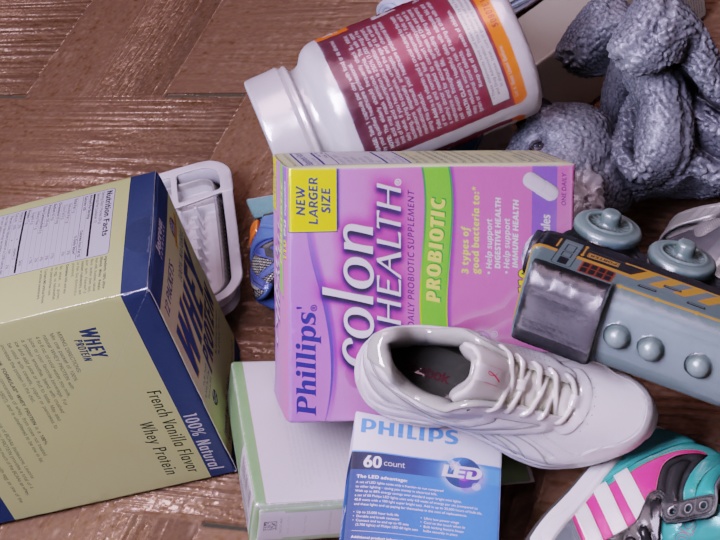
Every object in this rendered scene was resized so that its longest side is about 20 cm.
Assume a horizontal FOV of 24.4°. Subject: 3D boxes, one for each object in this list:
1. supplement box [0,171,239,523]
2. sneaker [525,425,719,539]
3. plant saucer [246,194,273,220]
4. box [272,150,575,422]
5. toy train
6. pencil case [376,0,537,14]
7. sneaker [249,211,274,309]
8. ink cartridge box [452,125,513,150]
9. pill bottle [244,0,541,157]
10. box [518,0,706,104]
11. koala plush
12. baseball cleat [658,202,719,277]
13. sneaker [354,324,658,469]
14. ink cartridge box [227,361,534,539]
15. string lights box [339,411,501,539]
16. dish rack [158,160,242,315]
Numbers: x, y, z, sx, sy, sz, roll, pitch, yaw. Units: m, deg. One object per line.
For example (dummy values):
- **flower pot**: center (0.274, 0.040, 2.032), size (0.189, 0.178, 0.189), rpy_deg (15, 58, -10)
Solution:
- **supplement box**: center (-0.214, 0.060, 1.249), size (0.200, 0.200, 0.134), rpy_deg (-13, 41, 8)
- **sneaker**: center (0.184, 0.183, 1.054), size (0.121, 0.084, 0.200), rpy_deg (10, 47, 43)
- **plant saucer**: center (0.002, -0.051, 1.356), size (0.200, 0.070, 0.019), rpy_deg (-7, 65, 37)
- **box**: center (0.041, 0.007, 1.166), size (0.200, 0.176, 0.097), rpy_deg (-1, 10, -8)
- **toy train**: center (0.190, 0.029, 1.062), size (0.200, 0.085, 0.114), rpy_deg (21, 29, 13)
- **pencil case**: center (0.112, -0.260, 1.557), size (0.200, 0.083, 0.091), rpy_deg (-36, 42, -18)
- **sneaker**: center (0.000, 0.000, 1.341), size (0.200, 0.075, 0.079), rpy_deg (-3, 59, 24)
- **ink cartridge box**: center (0.019, -0.095, 1.426), size (0.200, 0.068, 0.116), rpy_deg (4, 46, 26)
- **pill bottle**: center (0.023, -0.133, 1.239), size (0.200, 0.114, 0.114), rpy_deg (-22, 41, -2)
- **box**: center (0.210, -0.213, 1.470), size (0.200, 0.082, 0.068), rpy_deg (-36, 44, -19)
- **koala plush**: center (0.189, -0.091, 1.294), size (0.200, 0.184, 0.177), rpy_deg (-39, 11, -4)
- **baseball cleat**: center (0.225, 0.012, 1.244), size (0.200, 0.070, 0.106), rpy_deg (-20, 27, -6)
- **sneaker**: center (0.091, 0.079, 1.062), size (0.200, 0.099, 0.078), rpy_deg (9, 79, 5)
- **ink cartridge box**: center (0.010, 0.124, 1.212), size (0.200, 0.048, 0.146), rpy_deg (-1, 40, -12)
- **string lights box**: center (0.036, 0.193, 1.076), size (0.103, 0.059, 0.200), rpy_deg (7, 51, 0)
- **dish rack**: center (-0.181, -0.005, 1.423), size (0.171, 0.044, 0.200), rpy_deg (-16, 38, 3)
